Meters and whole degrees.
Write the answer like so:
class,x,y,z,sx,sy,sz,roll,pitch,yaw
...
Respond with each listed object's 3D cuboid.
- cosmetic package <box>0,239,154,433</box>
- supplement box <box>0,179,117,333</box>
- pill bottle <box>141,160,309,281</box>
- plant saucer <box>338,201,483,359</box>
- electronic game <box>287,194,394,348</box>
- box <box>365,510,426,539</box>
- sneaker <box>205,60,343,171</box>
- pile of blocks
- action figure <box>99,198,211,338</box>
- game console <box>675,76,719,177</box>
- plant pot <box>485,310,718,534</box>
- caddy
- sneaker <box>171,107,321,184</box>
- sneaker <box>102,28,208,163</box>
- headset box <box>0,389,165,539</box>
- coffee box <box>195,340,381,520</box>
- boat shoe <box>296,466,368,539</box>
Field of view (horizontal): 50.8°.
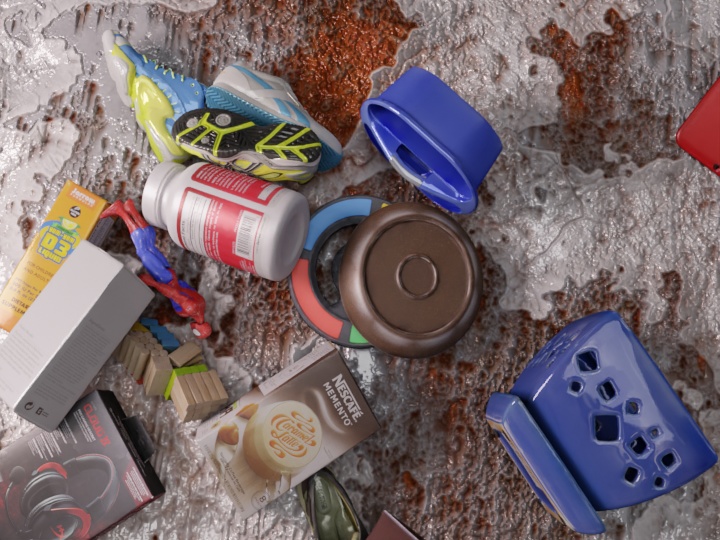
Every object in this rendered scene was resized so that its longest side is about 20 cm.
class,x,y,z,sx,sy,sz,roll,pitch,yaw
cosmetic package,-0.348,0.075,0.905,0.100,0.074,0.202,25,72,37
supplement box,-0.390,-0.010,0.971,0.065,0.069,0.204,25,78,2
pill bottle,-0.171,-0.070,0.960,0.195,0.112,0.115,19,79,15
plant saucer,0.070,0.009,0.975,0.194,0.032,0.206,2,81,-12
electronic game,0.000,0.000,1.000,0.194,0.042,0.206,1,80,-3
box,0.060,0.420,0.838,0.165,0.163,0.202,40,78,-23
sneaker,-0.105,-0.210,1.017,0.197,0.077,0.082,32,54,-7
pile of blocks,-0.255,0.122,0.965,0.199,0.082,0.063,39,123,14
action figure,-0.256,0.003,0.972,0.051,0.065,0.201,-38,92,3
game console,0.575,-0.207,1.078,0.198,0.119,0.173,37,49,4
plant pot,0.264,0.185,0.905,0.178,0.200,0.202,-34,83,-2
caddy,0.087,-0.160,0.984,0.199,0.142,0.105,42,75,6
sneaker,-0.148,-0.150,0.973,0.195,0.077,0.077,14,57,3
sneaker,-0.266,-0.244,1.024,0.103,0.076,0.203,-28,89,-20
headset box,-0.344,0.251,0.920,0.197,0.075,0.151,-31,82,-8
coffee box,-0.089,0.191,0.931,0.197,0.080,0.116,-32,97,-8
boat shoe,-0.023,0.336,0.924,0.070,0.066,0.205,-22,82,-10
